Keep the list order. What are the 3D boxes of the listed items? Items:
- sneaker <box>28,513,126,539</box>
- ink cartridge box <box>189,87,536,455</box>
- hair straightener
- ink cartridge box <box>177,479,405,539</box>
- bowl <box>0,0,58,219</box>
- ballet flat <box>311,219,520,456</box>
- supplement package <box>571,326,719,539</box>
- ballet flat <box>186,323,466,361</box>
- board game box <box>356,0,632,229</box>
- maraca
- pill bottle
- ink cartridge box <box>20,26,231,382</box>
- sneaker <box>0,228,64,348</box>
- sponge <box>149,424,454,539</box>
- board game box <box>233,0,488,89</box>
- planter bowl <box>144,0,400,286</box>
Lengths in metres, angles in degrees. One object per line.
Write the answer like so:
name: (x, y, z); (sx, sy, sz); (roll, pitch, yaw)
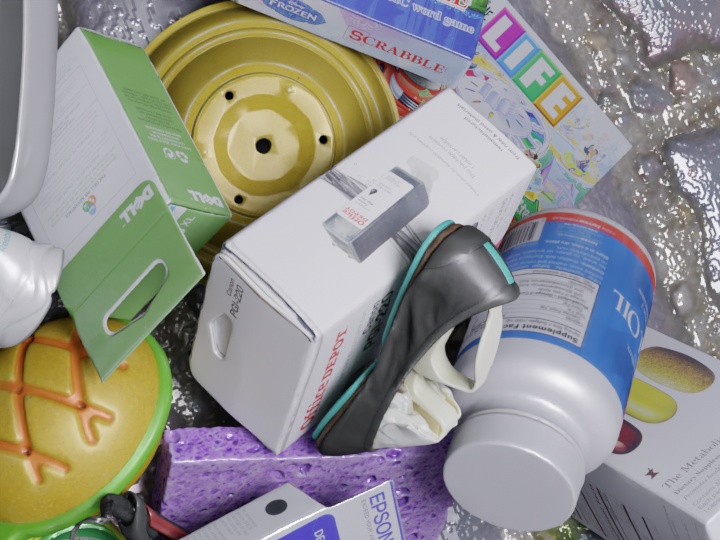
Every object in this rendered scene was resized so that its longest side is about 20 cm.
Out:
sneaker: (-0.223, 0.230, 0.942); (0.200, 0.084, 0.074); (-40, 139, -14)
ink cartridge box: (0.000, 0.000, 0.936); (0.200, 0.146, 0.085); (-35, 70, -31)
hair straightener: (-0.116, 0.198, 0.948); (0.077, 0.041, 0.200); (-61, 142, -15)
ink cartridge box: (-0.059, 0.230, 0.961); (0.200, 0.043, 0.198); (-24, 130, -16)
bowl: (-0.267, -0.118, 0.936); (0.200, 0.075, 0.200); (-2, 83, 23)
ballet flat: (0.032, 0.059, 0.880); (0.068, 0.200, 0.068); (40, 44, 13)
supplement package: (0.215, 0.130, 1.006); (0.114, 0.200, 0.110); (-37, 120, -16)
ballet flat: (-0.016, 0.051, 1.032); (0.200, 0.067, 0.062); (-16, 100, -16)
board game box: (0.080, -0.116, 1.085); (0.134, 0.034, 0.200); (-45, 98, -15)
maraca: (-0.203, 0.109, 0.951); (0.200, 0.137, 0.107); (-43, 142, -6)
pill bottle: (0.117, 0.063, 0.972); (0.112, 0.112, 0.200); (34, 48, -11)
ink cartridge box: (-0.146, -0.039, 0.935); (0.104, 0.059, 0.200); (-43, 60, 24)
sneaker: (-0.258, 0.038, 0.918); (0.080, 0.070, 0.200); (28, 123, -26)
sponge: (-0.035, 0.143, 0.996); (0.200, 0.112, 0.030); (1, 47, -17)
board game box: (0.000, -0.245, 1.032); (0.200, 0.041, 0.200); (20, 62, -10)
planter bowl: (-0.066, -0.081, 0.998); (0.200, 0.083, 0.201); (0, 94, -6)
